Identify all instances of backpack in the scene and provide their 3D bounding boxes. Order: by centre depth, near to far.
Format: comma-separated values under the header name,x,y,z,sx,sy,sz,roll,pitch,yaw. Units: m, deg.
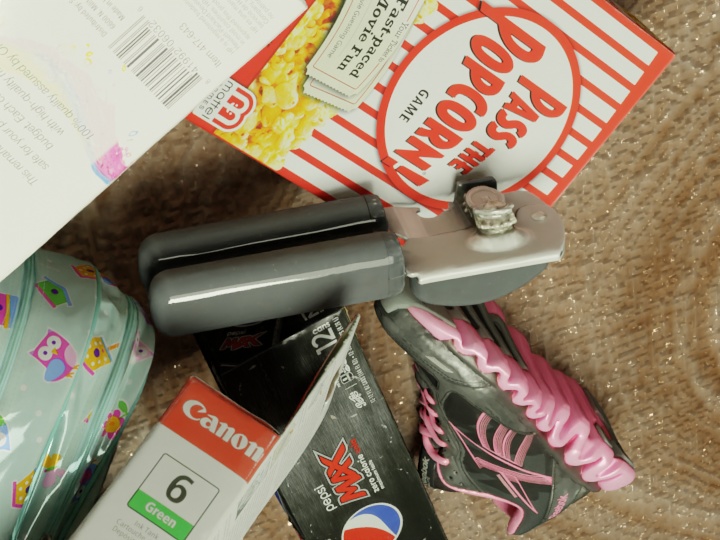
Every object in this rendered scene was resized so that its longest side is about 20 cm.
name,x,y,z,sx,sy,sz,roll,pitch,yaw
backpack,-0.176,0.080,0.872,0.126,0.167,0.201,23,94,-25

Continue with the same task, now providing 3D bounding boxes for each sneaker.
name,x,y,z,sx,sy,sz,roll,pitch,yaw
sneaker,0.059,0.076,1.036,0.095,0.079,0.200,-36,129,15

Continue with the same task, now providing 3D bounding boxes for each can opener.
name,x,y,z,sx,sy,sz,roll,pitch,yaw
can opener,0.000,0.000,0.906,0.199,0.053,0.067,-7,129,-15

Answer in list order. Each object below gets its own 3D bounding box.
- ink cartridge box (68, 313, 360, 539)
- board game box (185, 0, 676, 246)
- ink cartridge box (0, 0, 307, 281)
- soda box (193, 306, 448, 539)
name,x,y,z,sx,sy,sz,roll,pitch,yaw
ink cartridge box,-0.077,0.102,0.862,0.200,0.050,0.109,-55,173,-26
board game box,0.028,-0.096,0.918,0.199,0.046,0.152,29,106,-36
ink cartridge box,-0.149,-0.102,0.779,0.200,0.125,0.129,-40,129,3
soda box,-0.016,0.088,1.006,0.070,0.063,0.201,-28,128,-6
